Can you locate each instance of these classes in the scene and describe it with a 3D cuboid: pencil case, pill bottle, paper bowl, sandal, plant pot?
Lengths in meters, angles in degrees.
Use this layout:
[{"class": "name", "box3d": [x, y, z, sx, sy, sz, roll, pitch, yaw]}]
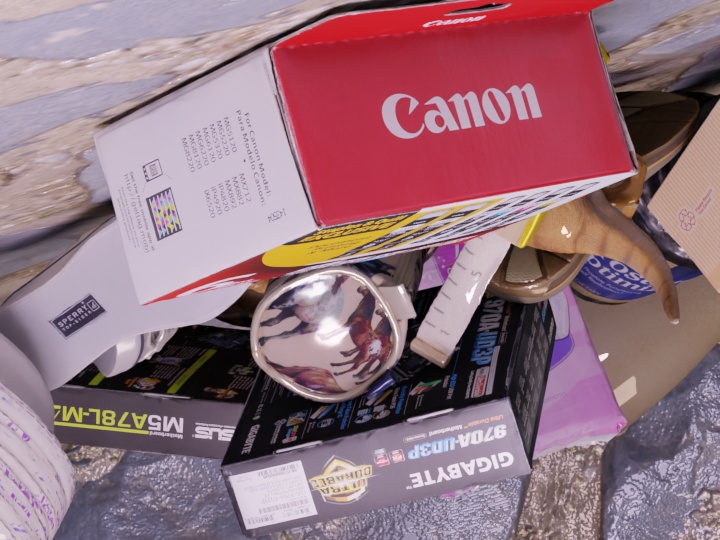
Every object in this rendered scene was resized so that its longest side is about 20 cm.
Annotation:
[{"class": "pencil case", "box3d": [0.000, 0.000, 1.556, 0.089, 0.078, 0.200, -9, -160, 13]}, {"class": "pill bottle", "box3d": [0.195, -0.049, 1.813, 0.111, 0.112, 0.200, -14, 175, -24]}, {"class": "paper bowl", "box3d": [-0.244, 0.082, 1.526, 0.200, 0.200, 0.105, -23, -145, 57]}, {"class": "sandal", "box3d": [0.125, -0.038, 1.614, 0.080, 0.054, 0.200, 14, -135, 26]}, {"class": "plant pot", "box3d": [0.332, 0.057, 3.298, 0.199, 0.188, 0.187, -32, 172, 14]}]

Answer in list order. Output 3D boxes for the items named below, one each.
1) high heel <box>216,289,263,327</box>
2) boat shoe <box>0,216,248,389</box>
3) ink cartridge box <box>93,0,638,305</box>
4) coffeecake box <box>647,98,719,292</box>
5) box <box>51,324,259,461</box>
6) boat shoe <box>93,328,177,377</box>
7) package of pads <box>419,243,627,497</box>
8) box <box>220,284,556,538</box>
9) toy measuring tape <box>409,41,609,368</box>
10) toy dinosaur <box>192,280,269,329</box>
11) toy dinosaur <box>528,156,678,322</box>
[{"class": "high heel", "box3d": [-0.022, 0.003, 1.929, 0.142, 0.072, 0.200, -16, -179, -27]}, {"class": "boat shoe", "box3d": [-0.120, 0.002, 1.543, 0.200, 0.072, 0.066, -33, -165, 36]}, {"class": "ink cartridge box", "box3d": [0.017, -0.058, 1.260, 0.199, 0.084, 0.175, -11, 173, -41]}, {"class": "coffeecake box", "box3d": [0.284, -0.078, 1.640, 0.199, 0.073, 0.154, -12, 144, -42]}, {"class": "box", "box3d": [-0.139, 0.075, 1.905, 0.192, 0.048, 0.200, 7, -167, 9]}, {"class": "boat shoe", "box3d": [-0.143, 0.026, 1.783, 0.065, 0.072, 0.200, -18, 177, -11]}, {"class": "package of pads", "box3d": [0.075, 0.031, 1.801, 0.120, 0.201, 0.076, -17, 172, -29]}, {"class": "box", "box3d": [0.019, 0.066, 1.547, 0.158, 0.046, 0.200, -14, -162, 12]}, {"class": "toy measuring tape", "box3d": [0.081, -0.040, 1.459, 0.073, 0.074, 0.201, -12, 138, -42]}, {"class": "toy dinosaur", "box3d": [-0.073, -0.007, 1.822, 0.106, 0.061, 0.200, 1, 168, 9]}, {"class": "toy dinosaur", "box3d": [0.115, -0.030, 1.524, 0.199, 0.106, 0.061, 22, 154, 31]}]
